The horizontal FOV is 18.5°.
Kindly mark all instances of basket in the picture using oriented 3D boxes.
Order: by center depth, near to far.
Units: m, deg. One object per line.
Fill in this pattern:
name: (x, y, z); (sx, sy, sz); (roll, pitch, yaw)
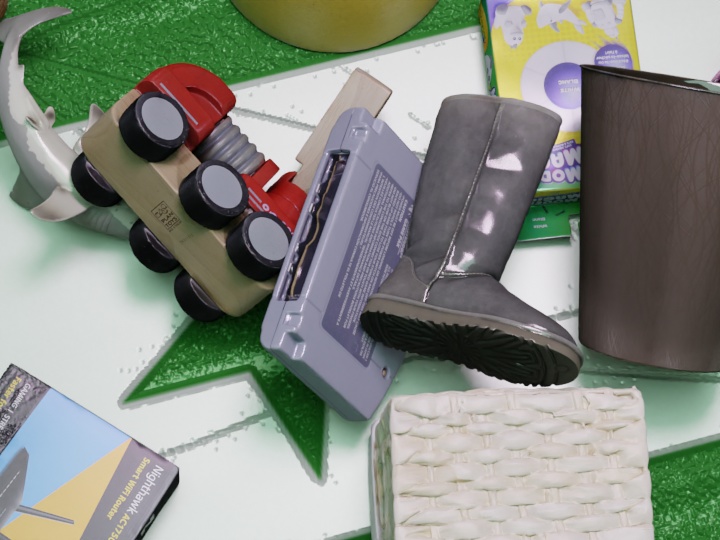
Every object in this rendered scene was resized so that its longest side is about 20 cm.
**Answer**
basket: (0.107, 0.159, 1.568); (0.199, 0.123, 0.136); (-2, 73, -2)
basket: (0.231, -0.036, 1.598); (0.179, 0.136, 0.201); (7, 99, -7)

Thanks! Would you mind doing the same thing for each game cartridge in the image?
game cartridge: (0.000, 0.000, 1.608); (0.041, 0.133, 0.201); (-2, 58, 39)

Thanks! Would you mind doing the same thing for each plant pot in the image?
plant pot: (-0.019, -0.286, 1.684); (0.199, 0.142, 0.201); (0, 74, -1)

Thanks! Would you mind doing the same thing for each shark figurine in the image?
shark figurine: (-0.244, -0.094, 1.658); (0.128, 0.089, 0.215); (-27, 83, -44)

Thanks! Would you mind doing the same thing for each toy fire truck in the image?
toy fire truck: (-0.085, -0.090, 1.640); (0.176, 0.129, 0.200); (48, 42, -5)

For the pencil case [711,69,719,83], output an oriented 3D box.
pencil case: (0.364, -0.115, 1.678); (0.200, 0.091, 0.094); (37, 41, 10)

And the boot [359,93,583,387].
boot: (0.105, -0.026, 1.588); (0.181, 0.073, 0.201); (17, 59, 20)

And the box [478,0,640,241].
box: (0.159, -0.124, 1.694); (0.117, 0.048, 0.201); (-6, 76, -4)

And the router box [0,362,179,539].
router box: (-0.243, 0.190, 1.582); (0.149, 0.051, 0.201); (30, 75, 5)

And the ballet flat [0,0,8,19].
ballet flat: (-0.364, -0.187, 1.678); (0.199, 0.072, 0.068); (-20, 74, -7)
